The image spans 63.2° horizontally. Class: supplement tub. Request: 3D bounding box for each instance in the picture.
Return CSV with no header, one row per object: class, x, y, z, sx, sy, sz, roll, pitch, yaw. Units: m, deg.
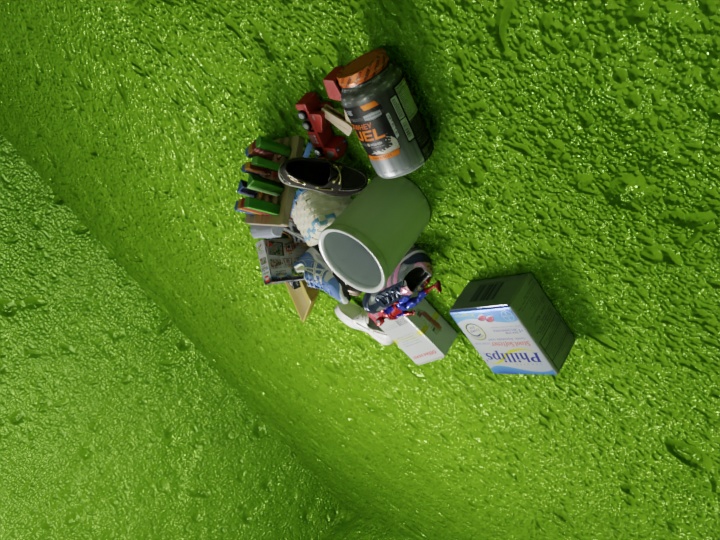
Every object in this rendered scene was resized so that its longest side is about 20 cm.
supplement tub,0.043,-0.279,1.045,0.121,0.123,0.201,4,134,46

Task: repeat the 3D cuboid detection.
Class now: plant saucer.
plant saucer,-0.178,0.029,1.720,0.202,0.048,0.200,65,161,15

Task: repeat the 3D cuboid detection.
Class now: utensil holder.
utensil holder,0.035,-0.084,1.235,0.168,0.200,0.171,29,149,20

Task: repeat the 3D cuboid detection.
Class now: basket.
basket,-0.100,-0.173,1.357,0.203,0.137,0.176,66,156,9

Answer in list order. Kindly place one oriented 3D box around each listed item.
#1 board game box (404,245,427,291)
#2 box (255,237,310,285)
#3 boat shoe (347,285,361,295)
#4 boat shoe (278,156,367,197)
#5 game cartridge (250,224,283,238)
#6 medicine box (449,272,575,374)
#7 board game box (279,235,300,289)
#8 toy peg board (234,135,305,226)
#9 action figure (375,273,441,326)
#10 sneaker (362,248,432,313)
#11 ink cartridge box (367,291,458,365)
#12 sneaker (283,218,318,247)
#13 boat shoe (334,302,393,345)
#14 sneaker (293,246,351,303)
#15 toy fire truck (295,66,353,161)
board game box,0.060,-0.027,1.437,0.198,0.046,0.153,7,136,45
box,-0.173,-0.028,1.517,0.034,0.198,0.112,-18,82,42
boat shoe,-0.066,0.016,1.624,0.199,0.076,0.072,33,155,32
boat shoe,-0.073,-0.199,1.244,0.197,0.073,0.060,4,178,-16
game cartridge,-0.217,-0.182,1.426,0.040,0.204,0.132,9,174,-40
medicine box,0.326,0.120,1.265,0.201,0.103,0.181,52,149,-17
board game box,-0.227,-0.051,1.657,0.200,0.028,0.137,45,150,50
toy peg board,-0.233,-0.213,1.341,0.097,0.204,0.198,13,178,-36
action figure,0.104,0.079,1.398,0.065,0.052,0.199,31,131,-26
sneaker,0.083,0.038,1.328,0.070,0.200,0.082,36,-162,-27
ink cartridge box,0.136,0.141,1.534,0.200,0.084,0.145,46,149,-8
sneaker,-0.146,-0.098,1.496,0.199,0.077,0.079,37,-165,-44
boat shoe,0.019,0.138,1.689,0.198,0.071,0.070,28,148,6
sneaker,-0.092,0.024,1.446,0.200,0.077,0.076,44,162,39
toy fire truck,-0.057,-0.311,1.193,0.139,0.049,0.202,12,142,35
